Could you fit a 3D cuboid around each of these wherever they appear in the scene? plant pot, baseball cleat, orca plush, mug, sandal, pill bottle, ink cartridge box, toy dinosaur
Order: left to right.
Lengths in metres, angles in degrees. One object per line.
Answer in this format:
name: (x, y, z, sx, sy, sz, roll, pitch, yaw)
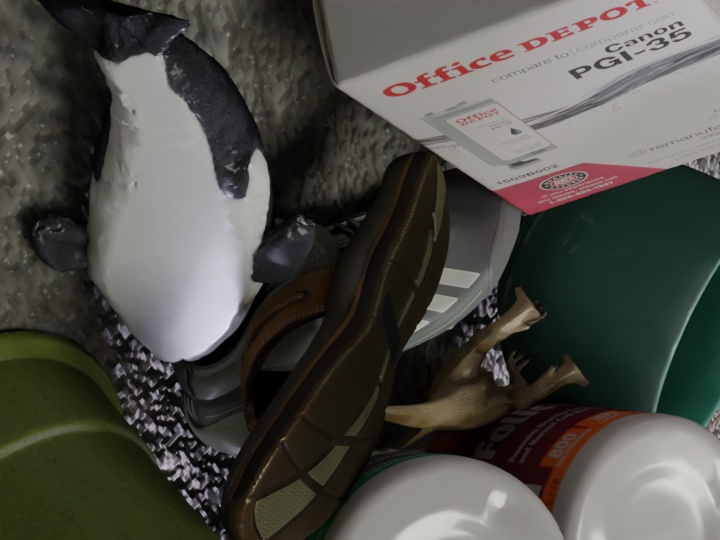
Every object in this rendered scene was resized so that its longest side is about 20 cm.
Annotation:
plant pot: (-0.104, 0.154, 0.688, 0.200, 0.190, 0.200, -35, 142, -33)
orca plush: (-0.079, -0.049, 0.690, 0.105, 0.071, 0.200, -12, 142, 11)
sandal: (-0.016, 0.027, 0.733, 0.082, 0.054, 0.200, 78, 29, -51)
baseball cleat: (0.000, 0.000, 0.816, 0.200, 0.070, 0.107, -43, 147, -25)
pill bottle: (0.008, 0.137, 0.822, 0.113, 0.113, 0.200, -49, -170, -15)
toy dinosaur: (0.052, 0.059, 0.876, 0.101, 0.058, 0.200, -36, 175, 7)
pill bottle: (0.093, 0.123, 0.920, 0.114, 0.200, 0.115, 1, 89, -29)
ink cartridge box: (0.086, -0.104, 0.763, 0.200, 0.146, 0.083, 25, 51, -59)
mug: (0.144, 0.024, 0.993, 0.152, 0.114, 0.185, -43, 149, -38)
